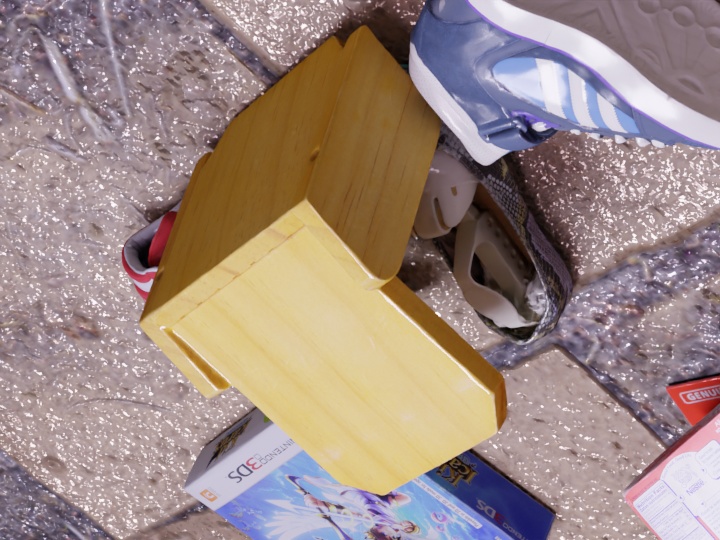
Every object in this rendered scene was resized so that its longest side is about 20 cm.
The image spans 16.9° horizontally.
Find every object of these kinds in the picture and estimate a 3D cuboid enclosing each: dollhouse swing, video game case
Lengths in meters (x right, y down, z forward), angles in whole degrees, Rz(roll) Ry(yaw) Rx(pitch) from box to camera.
[{"bbox_3d":[0.000,0.000,1.421,0.175,0.182,0.200,30,145,-19],"label":"dollhouse swing"},{"bbox_3d":[0.003,0.162,1.689,0.200,0.046,0.181,37,140,-13],"label":"video game case"}]

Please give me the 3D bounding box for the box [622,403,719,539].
[{"bbox_3d":[0.260,0.101,1.419,0.103,0.095,0.200,47,134,7],"label":"box"}]

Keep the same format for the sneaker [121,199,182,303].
[{"bbox_3d":[-0.063,0.010,1.539,0.199,0.071,0.113,0,137,31],"label":"sneaker"}]

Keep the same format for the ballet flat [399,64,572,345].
[{"bbox_3d":[0.063,-0.031,1.432,0.072,0.072,0.200,-12,127,37],"label":"ballet flat"}]

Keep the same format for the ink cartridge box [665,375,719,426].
[{"bbox_3d":[0.307,0.127,1.496,0.200,0.044,0.174,-15,127,38],"label":"ink cartridge box"}]

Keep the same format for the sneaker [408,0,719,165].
[{"bbox_3d":[0.122,-0.099,1.329,0.200,0.081,0.147,26,148,-5],"label":"sneaker"}]
